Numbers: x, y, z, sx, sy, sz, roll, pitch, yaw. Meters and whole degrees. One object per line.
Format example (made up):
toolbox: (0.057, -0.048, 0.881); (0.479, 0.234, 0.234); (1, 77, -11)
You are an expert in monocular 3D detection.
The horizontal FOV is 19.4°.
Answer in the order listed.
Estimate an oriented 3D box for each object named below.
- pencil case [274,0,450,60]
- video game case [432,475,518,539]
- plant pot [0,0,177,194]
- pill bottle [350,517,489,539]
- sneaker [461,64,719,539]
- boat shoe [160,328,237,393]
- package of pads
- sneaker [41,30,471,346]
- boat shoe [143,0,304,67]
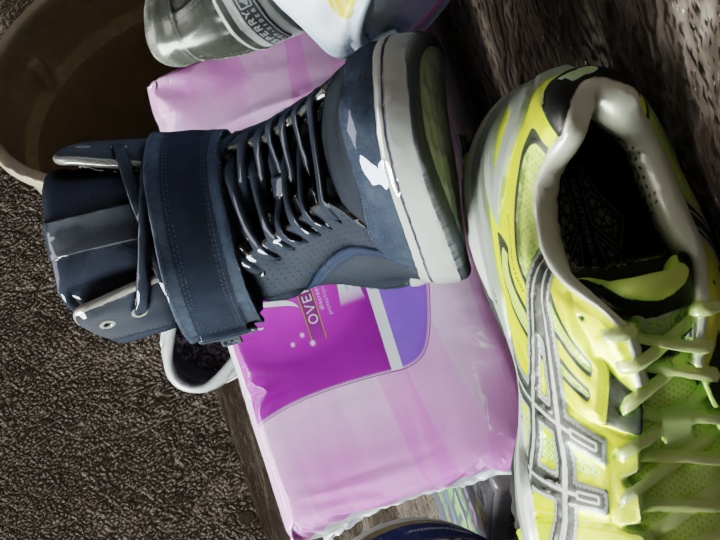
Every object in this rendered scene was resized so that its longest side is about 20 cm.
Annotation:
pencil case: (-0.048, -0.154, 0.697); (0.200, 0.091, 0.083); (35, 172, 14)
video game case: (0.041, 0.062, 1.068); (0.182, 0.023, 0.200); (87, 164, -60)
plant pot: (-0.079, -0.054, 1.140); (0.201, 0.200, 0.184); (-115, 1, -47)
pill bottle: (0.050, 0.176, 0.899); (0.200, 0.111, 0.111); (-166, 59, -74)
sneaker: (0.076, 0.037, 0.596); (0.076, 0.075, 0.201); (112, 139, -78)
boat shoe: (-0.044, -0.033, 0.979); (0.200, 0.072, 0.069); (-59, 4, 13)
package of pads: (0.000, 0.000, 0.844); (0.076, 0.120, 0.201); (-1, -108, -75)
sneaker: (-0.038, -0.023, 0.696); (0.202, 0.146, 0.077); (85, 180, -80)
boat shoe: (-0.050, -0.160, 0.855); (0.071, 0.064, 0.200); (53, -149, -34)
